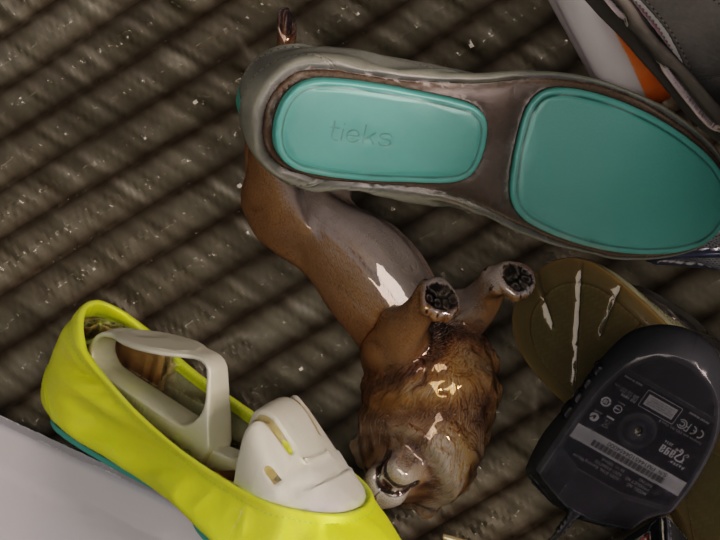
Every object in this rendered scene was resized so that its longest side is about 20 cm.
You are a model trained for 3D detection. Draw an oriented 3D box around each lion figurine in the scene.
[{"bbox_3d":[0.000,0.000,0.927,0.072,0.123,0.200,-20,72,-30],"label":"lion figurine"}]

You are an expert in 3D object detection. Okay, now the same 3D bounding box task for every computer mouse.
[{"bbox_3d":[0.078,0.101,0.889,0.059,0.034,0.200,32,111,-10],"label":"computer mouse"}]

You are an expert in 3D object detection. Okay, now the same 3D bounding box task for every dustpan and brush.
[{"bbox_3d":[-0.145,0.175,0.966,0.139,0.057,0.200,23,88,14],"label":"dustpan and brush"}]

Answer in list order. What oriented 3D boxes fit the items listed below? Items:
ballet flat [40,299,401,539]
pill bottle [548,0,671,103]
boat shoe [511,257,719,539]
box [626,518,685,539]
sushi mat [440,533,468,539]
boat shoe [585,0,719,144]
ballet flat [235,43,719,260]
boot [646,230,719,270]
[{"bbox_3d":[-0.054,0.072,0.907,0.200,0.067,0.067,30,117,30],"label":"ballet flat"},{"bbox_3d":[0.164,-0.155,0.884,0.200,0.113,0.113,-29,90,6],"label":"pill bottle"},{"bbox_3d":[0.148,0.070,0.909,0.201,0.066,0.072,46,115,11],"label":"boat shoe"},{"bbox_3d":[0.116,0.216,0.883,0.159,0.046,0.200,-35,106,17],"label":"box"},{"bbox_3d":[0.120,0.178,0.924,0.200,0.012,0.096,14,94,2],"label":"sushi mat"},{"bbox_3d":[0.135,-0.085,0.817,0.200,0.057,0.067,39,105,-22],"label":"boat shoe"},{"bbox_3d":[0.048,-0.052,0.865,0.200,0.064,0.068,11,105,-17],"label":"ballet flat"},{"bbox_3d":[0.206,0.010,0.906,0.200,0.073,0.091,0,87,5],"label":"boot"}]
